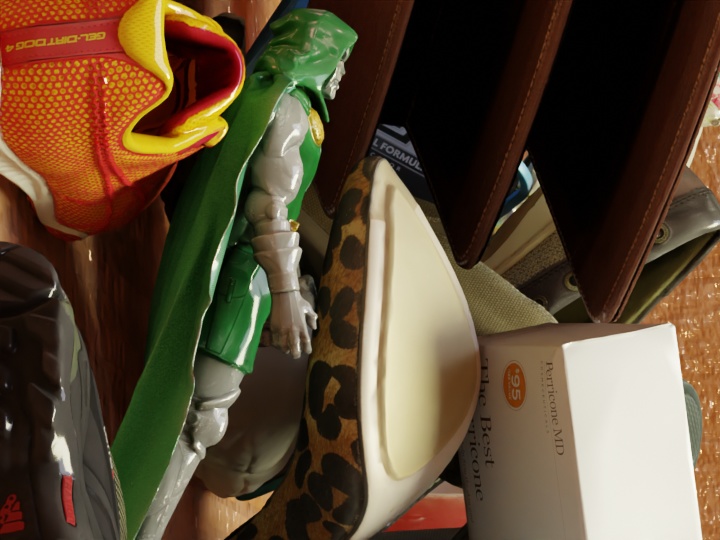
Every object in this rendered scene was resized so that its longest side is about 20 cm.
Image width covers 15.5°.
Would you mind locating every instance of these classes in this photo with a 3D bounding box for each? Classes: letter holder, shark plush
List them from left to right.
[{"bbox_3d":[-0.059,0.005,0.961,0.083,0.090,0.201,-116,-169,-56],"label":"shark plush"},{"bbox_3d":[0.054,-0.094,0.894,0.142,0.100,0.201,-108,-152,-49],"label":"letter holder"}]

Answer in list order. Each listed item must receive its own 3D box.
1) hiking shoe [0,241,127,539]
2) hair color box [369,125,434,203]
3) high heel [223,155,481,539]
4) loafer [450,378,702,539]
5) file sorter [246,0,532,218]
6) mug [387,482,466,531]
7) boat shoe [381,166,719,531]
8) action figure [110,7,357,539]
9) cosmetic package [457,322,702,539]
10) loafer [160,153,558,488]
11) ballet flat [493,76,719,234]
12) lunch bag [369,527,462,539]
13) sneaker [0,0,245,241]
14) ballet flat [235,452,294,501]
[{"bbox_3d":[-0.085,0.098,0.681,0.101,0.075,0.201,62,25,-63],"label":"hiking shoe"},{"bbox_3d":[0.041,-0.097,1.212,0.200,0.101,0.061,-59,169,-16],"label":"hair color box"},{"bbox_3d":[-0.029,0.057,0.914,0.071,0.142,0.201,-20,110,-48],"label":"high heel"},{"bbox_3d":[0.059,0.102,0.999,0.200,0.063,0.072,-45,133,-39],"label":"loafer"},{"bbox_3d":[0.049,-0.126,1.104,0.200,0.122,0.139,-59,-172,-21],"label":"file sorter"},{"bbox_3d":[0.060,0.210,1.436,0.178,0.133,0.201,-9,98,-80],"label":"mug"},{"bbox_3d":[0.063,0.032,1.041,0.066,0.201,0.072,45,6,32],"label":"boat shoe"},{"bbox_3d":[-0.043,0.010,0.847,0.118,0.054,0.201,166,-58,-81],"label":"action figure"},{"bbox_3d":[0.078,0.120,0.900,0.082,0.050,0.201,-4,-85,61],"label":"cosmetic package"},{"bbox_3d":[0.000,0.000,0.997,0.067,0.200,0.076,-32,158,-35],"label":"loafer"},{"bbox_3d":[0.088,-0.021,1.130,0.200,0.064,0.076,-53,167,28],"label":"ballet flat"},{"bbox_3d":[0.006,0.212,1.091,0.200,0.127,0.170,93,-1,-63],"label":"lunch bag"},{"bbox_3d":[-0.071,-0.049,0.829,0.200,0.077,0.073,19,67,-87],"label":"sneaker"},{"bbox_3d":[-0.020,0.054,1.145,0.200,0.069,0.071,-7,79,-69],"label":"ballet flat"}]
